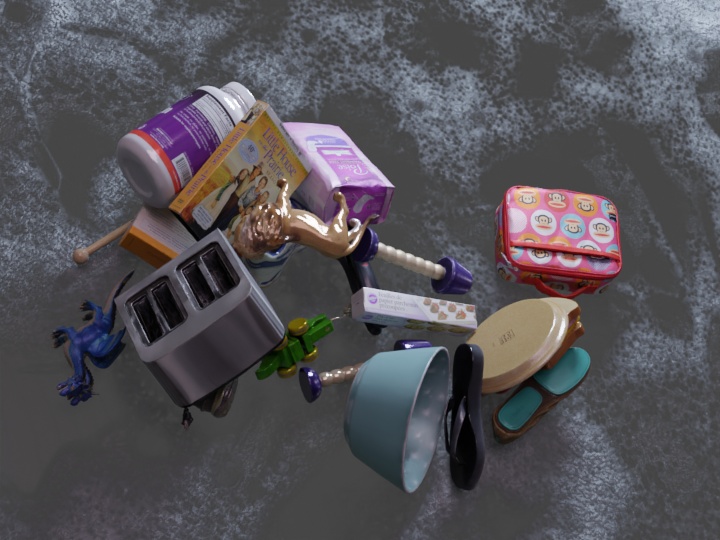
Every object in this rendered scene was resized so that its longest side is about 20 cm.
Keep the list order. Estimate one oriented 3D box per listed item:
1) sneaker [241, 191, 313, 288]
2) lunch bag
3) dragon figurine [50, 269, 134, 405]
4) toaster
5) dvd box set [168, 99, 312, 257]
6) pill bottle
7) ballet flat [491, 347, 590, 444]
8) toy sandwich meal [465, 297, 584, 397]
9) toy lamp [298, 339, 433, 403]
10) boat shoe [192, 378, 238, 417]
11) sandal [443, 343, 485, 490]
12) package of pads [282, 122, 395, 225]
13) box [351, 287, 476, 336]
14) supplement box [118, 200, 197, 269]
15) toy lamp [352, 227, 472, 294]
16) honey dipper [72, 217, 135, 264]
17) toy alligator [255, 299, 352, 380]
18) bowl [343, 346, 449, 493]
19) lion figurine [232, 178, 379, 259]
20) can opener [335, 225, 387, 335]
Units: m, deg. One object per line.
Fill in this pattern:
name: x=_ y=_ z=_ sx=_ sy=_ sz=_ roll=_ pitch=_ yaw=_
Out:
sneaker: x=-0.110 y=-0.065 z=1.721 sx=0.075 sy=0.089 sz=0.201 roll=26 pitch=56 yaw=5
lunch bag: x=0.310 y=-0.037 z=1.815 sx=0.197 sy=0.082 sz=0.178 roll=6 pitch=62 yaw=-8
dragon figurine: x=-0.357 y=0.096 z=1.582 sx=0.099 sy=0.059 sz=0.200 roll=38 pitch=59 yaw=10
toaster: x=-0.213 y=0.068 z=1.526 sx=0.180 sy=0.119 sz=0.201 roll=-34 pitch=45 yaw=-2
dvd box set: x=-0.164 y=-0.117 z=1.613 sx=0.029 sy=0.147 sz=0.201 roll=26 pitch=71 yaw=39
pill bottle: x=-0.236 y=-0.182 z=1.610 sx=0.112 sy=0.113 sz=0.199 roll=43 pitch=61 yaw=14
ballet flat: x=0.258 y=0.186 z=1.669 sx=0.068 sy=0.073 sz=0.200 roll=40 pitch=58 yaw=17
toy sandwich meal: x=0.232 y=0.117 z=1.667 sx=0.071 sy=0.204 sz=0.206 roll=52 pitch=55 yaw=-23
toy lamp: x=0.013 y=0.141 z=1.647 sx=0.198 sy=0.058 sz=0.059 roll=-15 pitch=64 yaw=-20
boat shoe: x=-0.194 y=0.105 z=1.608 sx=0.072 sy=0.075 sz=0.202 roll=16 pitch=57 yaw=-2
sandal: x=0.138 y=0.204 z=1.604 sx=0.042 sy=0.076 sz=0.203 roll=5 pitch=79 yaw=-25
package of pads: x=-0.047 y=-0.150 z=1.749 sx=0.119 sy=0.076 sz=0.200 roll=-5 pitch=38 yaw=-32
box: x=0.080 y=0.062 z=1.684 sx=0.198 sy=0.041 sz=0.039 roll=10 pitch=62 yaw=-30
supplement box: x=-0.249 y=-0.094 z=1.682 sx=0.125 sy=0.073 sz=0.202 roll=33 pitch=65 yaw=-13
toy lamp: x=0.082 y=-0.008 z=1.711 sx=0.198 sy=0.058 sz=0.059 roll=17 pitch=54 yaw=-30
honey dipper: x=-0.339 y=-0.066 z=1.695 sx=0.199 sy=0.038 sz=0.038 roll=-37 pitch=73 yaw=-29
toy alligator: x=-0.084 y=0.094 z=1.656 sx=0.199 sy=0.060 sz=0.054 roll=-36 pitch=32 yaw=-29
bowl: x=0.045 y=0.192 z=1.563 sx=0.104 sy=0.202 sz=0.202 roll=12 pitch=55 yaw=18
lion figurine: x=-0.074 y=-0.056 z=1.599 sx=0.197 sy=0.073 sz=0.124 roll=9 pitch=47 yaw=-1
can opener: x=0.000 y=0.000 z=1.723 sx=0.078 sy=0.064 sz=0.202 roll=-10 pitch=62 yaw=-19
